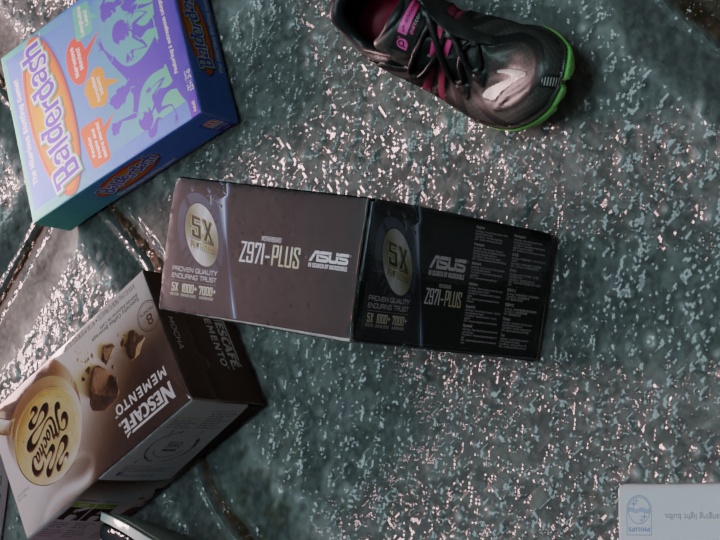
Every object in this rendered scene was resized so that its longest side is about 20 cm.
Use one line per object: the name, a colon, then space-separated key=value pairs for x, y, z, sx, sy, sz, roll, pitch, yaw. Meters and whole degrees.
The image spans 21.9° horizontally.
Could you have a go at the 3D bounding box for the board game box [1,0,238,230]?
board game box: x=-0.194 y=-0.143 z=1.460 sx=0.199 sy=0.045 sz=0.154 roll=-30 pitch=66 yaw=34

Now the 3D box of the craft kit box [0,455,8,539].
craft kit box: x=-0.378 y=0.201 z=1.566 sx=0.198 sy=0.048 sz=0.200 roll=6 pitch=85 yaw=40

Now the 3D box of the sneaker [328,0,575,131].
sneaker: x=0.055 y=-0.145 z=1.229 sx=0.199 sy=0.083 sz=0.078 roll=22 pitch=98 yaw=39

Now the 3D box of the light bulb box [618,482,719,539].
light bulb box: x=0.234 y=0.212 z=0.957 sx=0.124 sy=0.197 sz=0.203 roll=-6 pitch=81 yaw=40

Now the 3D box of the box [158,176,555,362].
box: x=0.000 y=0.000 z=1.179 sx=0.163 sy=0.199 sz=0.087 roll=8 pitch=90 yaw=40

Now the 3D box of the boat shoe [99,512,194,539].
boat shoe: x=-0.120 y=0.230 z=1.328 sx=0.199 sy=0.075 sz=0.061 roll=20 pitch=91 yaw=40

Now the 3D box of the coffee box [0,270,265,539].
coffee box: x=-0.178 y=0.104 z=1.389 sx=0.200 sy=0.079 sz=0.114 roll=-39 pitch=60 yaw=29
